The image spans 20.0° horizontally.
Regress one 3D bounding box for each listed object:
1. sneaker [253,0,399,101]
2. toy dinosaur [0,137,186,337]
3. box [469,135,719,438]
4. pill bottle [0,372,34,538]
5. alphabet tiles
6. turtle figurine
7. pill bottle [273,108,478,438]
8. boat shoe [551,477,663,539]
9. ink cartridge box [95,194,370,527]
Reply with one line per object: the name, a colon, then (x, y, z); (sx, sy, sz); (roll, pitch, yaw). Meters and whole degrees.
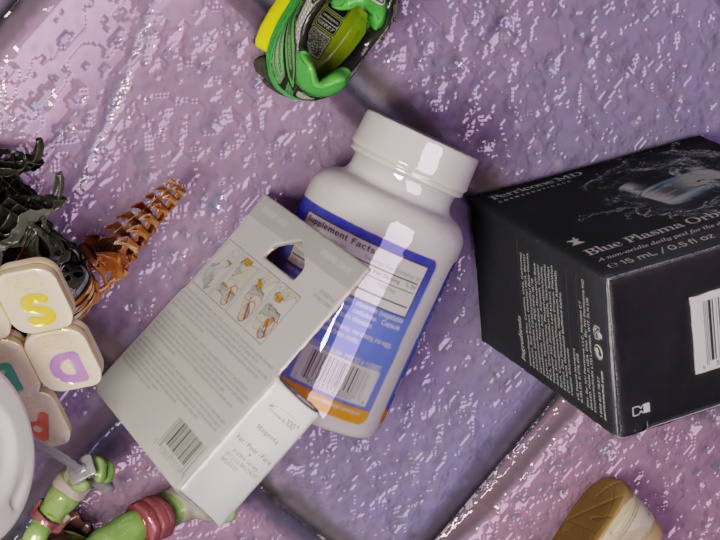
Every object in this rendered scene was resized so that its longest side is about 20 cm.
sneaker: (0.008, -0.195, 1.312); (0.078, 0.085, 0.201); (23, 95, -28)
toy dinosaur: (-0.208, -0.006, 1.286); (0.200, 0.102, 0.136); (-45, 135, -26)
box: (0.206, 0.004, 1.396); (0.196, 0.200, 0.118); (-16, 112, -20)
pill bottle: (-0.301, 0.113, 1.201); (0.111, 0.199, 0.112); (20, 67, -58)
alphabet tiles: (-0.263, 0.047, 1.239); (0.199, 0.015, 0.196); (-11, 129, 11)
turtle figurine: (-0.153, 0.195, 1.312); (0.193, 0.144, 0.200); (-11, 150, -38)
pill bottle: (0.000, 0.000, 1.353); (0.112, 0.112, 0.201); (22, 95, -28)
boat shoe: (0.156, 0.253, 1.522); (0.069, 0.074, 0.200); (39, 87, -23)
ink cartridge box: (-0.074, 0.050, 1.284); (0.174, 0.200, 0.044); (-48, 116, -3)
